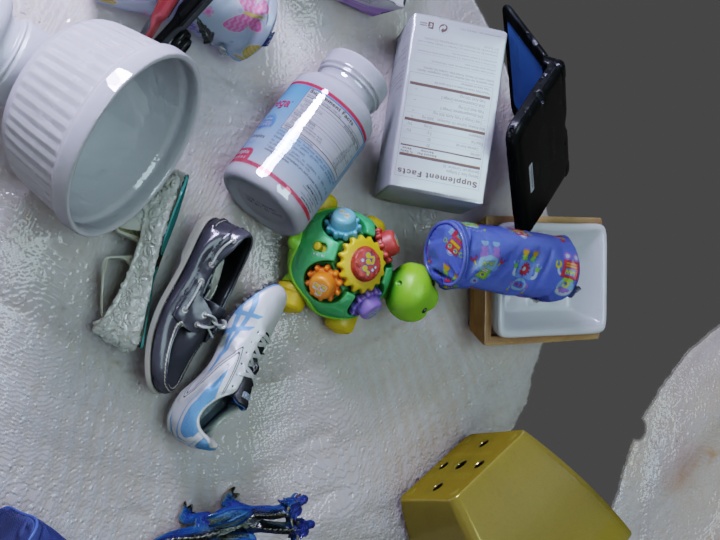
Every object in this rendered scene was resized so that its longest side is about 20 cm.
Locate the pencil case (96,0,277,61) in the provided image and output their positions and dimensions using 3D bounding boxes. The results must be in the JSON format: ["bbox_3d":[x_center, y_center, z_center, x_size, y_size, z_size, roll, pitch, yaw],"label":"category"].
[{"bbox_3d":[-0.185,-0.293,1.316,0.198,0.084,0.091,19,124,-33],"label":"pencil case"}]

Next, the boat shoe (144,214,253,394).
[{"bbox_3d":[-0.171,0.039,1.330,0.073,0.062,0.203,51,55,-65],"label":"boat shoe"}]

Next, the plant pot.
[{"bbox_3d":[0.167,0.305,1.511,0.199,0.199,0.178,-36,98,-27],"label":"plant pot"}]

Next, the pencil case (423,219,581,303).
[{"bbox_3d":[0.168,-0.008,1.466,0.198,0.078,0.088,7,106,-34],"label":"pencil case"}]

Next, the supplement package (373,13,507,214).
[{"bbox_3d":[0.091,-0.179,1.463,0.115,0.117,0.204,10,86,-8],"label":"supplement package"}]

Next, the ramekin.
[{"bbox_3d":[-0.254,-0.146,1.210,0.104,0.201,0.201,33,67,14],"label":"ramekin"}]

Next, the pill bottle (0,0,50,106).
[{"bbox_3d":[-0.394,-0.240,1.159,0.199,0.111,0.113,33,74,-31],"label":"pill bottle"}]

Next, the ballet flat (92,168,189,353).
[{"bbox_3d":[-0.233,-0.017,1.302,0.071,0.071,0.203,20,80,-32],"label":"ballet flat"}]

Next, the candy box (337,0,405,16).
[{"bbox_3d":[-0.013,-0.418,1.434,0.166,0.071,0.203,17,81,-33],"label":"candy box"}]

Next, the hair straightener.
[{"bbox_3d":[-0.185,-0.238,1.279,0.076,0.041,0.201,20,121,-33],"label":"hair straightener"}]

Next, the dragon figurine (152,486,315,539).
[{"bbox_3d":[-0.146,0.280,1.344,0.198,0.099,0.060,-12,97,-33],"label":"dragon figurine"}]

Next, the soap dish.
[{"bbox_3d":[0.224,0.011,1.598,0.197,0.081,0.160,-1,92,-34],"label":"soap dish"}]

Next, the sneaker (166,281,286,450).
[{"bbox_3d":[-0.132,0.105,1.358,0.201,0.072,0.072,-58,157,-13],"label":"sneaker"}]

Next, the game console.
[{"bbox_3d":[0.184,-0.176,1.492,0.177,0.115,0.201,-55,152,-24],"label":"game console"}]

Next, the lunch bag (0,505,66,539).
[{"bbox_3d":[-0.338,0.346,1.194,0.132,0.135,0.201,47,67,-25],"label":"lunch bag"}]

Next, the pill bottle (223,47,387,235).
[{"bbox_3d":[-0.056,-0.147,1.390,0.109,0.108,0.201,45,67,-26],"label":"pill bottle"}]

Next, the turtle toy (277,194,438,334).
[{"bbox_3d":[0.000,0.000,1.434,0.198,0.101,0.148,24,78,-32],"label":"turtle toy"}]
